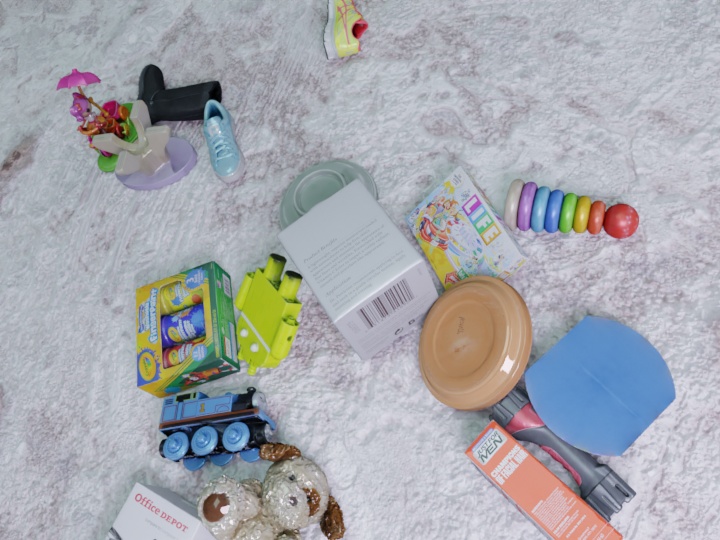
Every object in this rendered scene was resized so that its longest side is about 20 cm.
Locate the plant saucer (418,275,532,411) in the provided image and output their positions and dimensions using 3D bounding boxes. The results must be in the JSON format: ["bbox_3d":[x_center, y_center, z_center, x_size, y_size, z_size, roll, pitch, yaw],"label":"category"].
[{"bbox_3d":[0.158,0.102,0.933,0.200,0.032,0.201,-26,52,40],"label":"plant saucer"}]

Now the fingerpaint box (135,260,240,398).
[{"bbox_3d":[-0.313,0.104,1.143,0.166,0.073,0.201,-19,59,11],"label":"fingerpaint box"}]

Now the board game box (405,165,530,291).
[{"bbox_3d":[0.168,-0.053,1.037,0.134,0.034,0.201,-43,54,24],"label":"board game box"}]

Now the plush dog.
[{"bbox_3d":[-0.119,0.350,0.925,0.172,0.161,0.200,-38,84,-18],"label":"plush dog"}]

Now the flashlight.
[{"bbox_3d":[0.265,0.248,0.859,0.068,0.068,0.200,-41,62,-7],"label":"flashlight"}]

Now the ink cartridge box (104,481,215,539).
[{"bbox_3d":[-0.319,0.446,0.960,0.144,0.084,0.201,17,71,27],"label":"ink cartridge box"}]

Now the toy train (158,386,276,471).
[{"bbox_3d":[-0.234,0.252,1.031,0.199,0.087,0.115,-13,54,14],"label":"toy train"}]

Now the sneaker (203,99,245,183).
[{"bbox_3d":[-0.298,-0.273,1.328,0.074,0.082,0.201,-25,58,8],"label":"sneaker"}]

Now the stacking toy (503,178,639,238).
[{"bbox_3d":[0.331,-0.089,1.000,0.199,0.085,0.086,12,68,21],"label":"stacking toy"}]

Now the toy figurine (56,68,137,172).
[{"bbox_3d":[-0.601,-0.352,1.425,0.149,0.184,0.201,-9,62,16],"label":"toy figurine"}]

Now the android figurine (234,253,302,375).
[{"bbox_3d":[-0.159,0.079,1.067,0.182,0.041,0.201,44,117,45],"label":"android figurine"}]

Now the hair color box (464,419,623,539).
[{"bbox_3d":[0.232,0.293,0.816,0.064,0.111,0.200,-46,58,-8],"label":"hair color box"}]

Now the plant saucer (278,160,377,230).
[{"bbox_3d":[-0.068,-0.132,1.188,0.199,0.050,0.201,-9,62,16],"label":"plant saucer"}]

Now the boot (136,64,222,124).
[{"bbox_3d":[-0.410,-0.410,1.451,0.199,0.066,0.166,-5,71,22],"label":"boot"}]

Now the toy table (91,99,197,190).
[{"bbox_3d":[-0.466,-0.256,1.364,0.199,0.117,0.185,-15,60,12],"label":"toy table"}]

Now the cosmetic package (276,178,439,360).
[{"bbox_3d":[0.000,0.000,1.023,0.164,0.165,0.200,-34,57,-2],"label":"cosmetic package"}]

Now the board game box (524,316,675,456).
[{"bbox_3d":[0.327,0.163,0.879,0.200,0.039,0.158,-37,64,-18],"label":"board game box"}]

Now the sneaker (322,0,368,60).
[{"bbox_3d":[-0.025,-0.539,1.376,0.090,0.078,0.201,0,69,12],"label":"sneaker"}]
